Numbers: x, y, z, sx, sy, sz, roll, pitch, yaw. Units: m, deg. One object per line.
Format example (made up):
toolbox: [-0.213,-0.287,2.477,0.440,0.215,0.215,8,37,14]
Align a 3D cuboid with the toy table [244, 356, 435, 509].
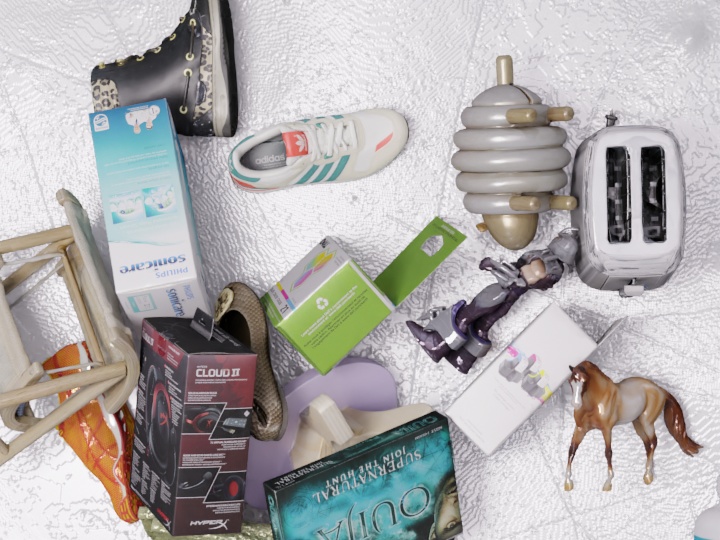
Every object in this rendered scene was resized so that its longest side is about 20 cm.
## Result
toy table: [-0.024,0.184,1.679,0.200,0.117,0.184,-47,123,-8]

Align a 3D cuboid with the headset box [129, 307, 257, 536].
headset box: [-0.165,0.139,1.613,0.075,0.149,0.201,1,101,-25]

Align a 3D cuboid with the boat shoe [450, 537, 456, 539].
boat shoe: [0.034,0.318,1.726,0.075,0.062,0.200,40,88,6]

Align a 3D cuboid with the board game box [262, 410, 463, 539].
board game box: [0.006,0.234,1.623,0.199,0.028,0.136,-20,115,-25]

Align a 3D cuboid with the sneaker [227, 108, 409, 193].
sneaker: [-0.046,-0.126,1.734,0.199,0.093,0.071,-12,87,2]

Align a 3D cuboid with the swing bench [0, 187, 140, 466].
swing bench: [-0.334,0.059,1.686,0.199,0.130,0.199,-25,56,0]

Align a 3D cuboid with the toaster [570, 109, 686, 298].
toaster: [0.277,-0.073,1.698,0.113,0.129,0.201,1,87,2]

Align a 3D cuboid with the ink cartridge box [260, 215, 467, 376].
ink cartridge box: [0.000,0.000,1.693,0.200,0.148,0.076,-44,104,0]

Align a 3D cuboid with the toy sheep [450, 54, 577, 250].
toy sheep: [0.157,-0.121,1.705,0.137,0.138,0.201,1,93,3]

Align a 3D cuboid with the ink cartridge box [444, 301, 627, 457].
ink cartridge box: [0.178,0.098,1.702,0.200,0.115,0.068,-45,85,-1]

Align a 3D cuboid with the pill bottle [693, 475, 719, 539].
pill bottle: [0.393,0.312,1.684,0.110,0.111,0.201,3,87,3]

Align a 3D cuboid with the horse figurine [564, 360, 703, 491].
horse figurine: [0.270,0.155,1.692,0.199,0.050,0.133,0,92,-40]

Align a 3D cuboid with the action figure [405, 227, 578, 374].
action figure: [0.148,0.021,1.700,0.200,0.130,0.070,-41,66,17]

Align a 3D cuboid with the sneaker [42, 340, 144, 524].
sneaker: [-0.278,0.176,1.752,0.077,0.073,0.201,-25,79,17]

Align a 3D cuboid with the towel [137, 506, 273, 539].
towel: [-0.126,0.281,1.696,0.199,0.148,0.037,11,69,3]

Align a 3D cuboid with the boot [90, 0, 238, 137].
boot: [-0.213,-0.235,1.759,0.153,0.073,0.205,-6,86,5]

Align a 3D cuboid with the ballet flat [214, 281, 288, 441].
ballet flat: [-0.119,0.089,1.664,0.046,0.067,0.201,7,45,-29]

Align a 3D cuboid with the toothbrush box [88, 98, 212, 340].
toothbrush box: [-0.212,-0.050,1.684,0.085,0.147,0.201,-12,71,-3]
